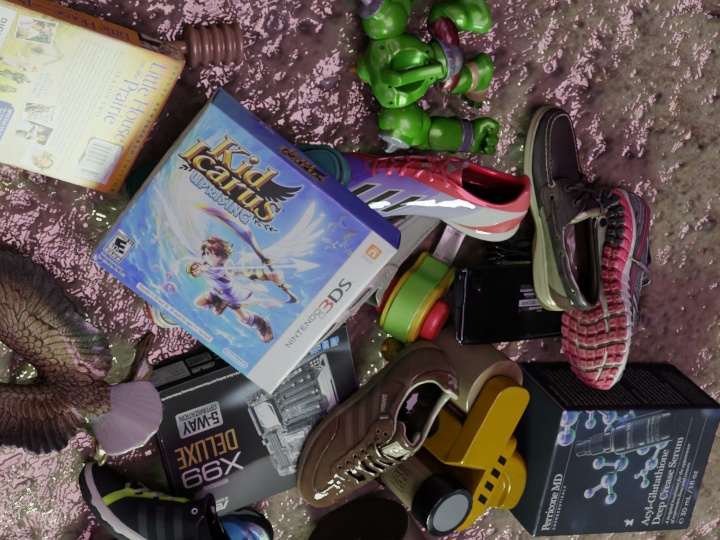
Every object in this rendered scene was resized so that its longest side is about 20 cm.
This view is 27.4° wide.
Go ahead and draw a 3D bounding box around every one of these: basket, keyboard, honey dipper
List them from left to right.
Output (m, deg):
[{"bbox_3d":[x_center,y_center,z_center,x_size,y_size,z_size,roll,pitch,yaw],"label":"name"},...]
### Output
[{"bbox_3d":[-0.198,-0.183,1.234,0.198,0.038,0.038,-8,115,-17],"label":"honey dipper"},{"bbox_3d":[0.027,0.347,1.513,0.179,0.136,0.201,-27,117,-11],"label":"basket"},{"bbox_3d":[0.156,0.016,1.459,0.199,0.039,0.105,-2,99,-44],"label":"keyboard"}]

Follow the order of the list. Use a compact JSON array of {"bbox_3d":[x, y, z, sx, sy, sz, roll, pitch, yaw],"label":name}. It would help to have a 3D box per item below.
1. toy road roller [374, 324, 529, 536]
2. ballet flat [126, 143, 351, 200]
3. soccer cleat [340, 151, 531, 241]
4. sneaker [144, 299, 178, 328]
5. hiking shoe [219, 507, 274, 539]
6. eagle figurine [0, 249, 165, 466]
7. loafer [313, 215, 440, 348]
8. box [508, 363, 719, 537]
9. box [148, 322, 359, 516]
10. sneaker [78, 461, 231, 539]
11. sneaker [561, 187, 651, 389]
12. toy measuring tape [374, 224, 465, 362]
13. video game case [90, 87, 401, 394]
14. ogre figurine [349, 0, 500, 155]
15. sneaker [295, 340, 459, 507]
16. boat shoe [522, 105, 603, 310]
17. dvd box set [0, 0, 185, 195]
[{"bbox_3d":[0.108,0.164,1.475,0.145,0.123,0.201,13,108,-43],"label":"toy road roller"},{"bbox_3d":[-0.103,-0.069,1.295,0.198,0.070,0.068,-6,78,10],"label":"ballet flat"},{"bbox_3d":[0.057,-0.080,1.327,0.198,0.069,0.073,13,148,-8],"label":"soccer cleat"},{"bbox_3d":[-0.104,-0.010,1.322,0.199,0.082,0.078,-31,121,-7],"label":"sneaker"},{"bbox_3d":[-0.172,0.293,1.424,0.199,0.087,0.075,-16,118,-16],"label":"hiking shoe"},{"bbox_3d":[-0.278,0.093,1.270,0.151,0.152,0.200,-40,129,21],"label":"eagle figurine"},{"bbox_3d":[0.000,0.000,1.370,0.200,0.070,0.070,-37,118,-15],"label":"loafer"},{"bbox_3d":[0.257,0.186,1.552,0.199,0.107,0.150,1,112,-23],"label":"box"},{"bbox_3d":[-0.099,0.140,1.409,0.199,0.050,0.159,-18,119,-16],"label":"box"},{"bbox_3d":[-0.168,0.230,1.363,0.200,0.072,0.083,39,98,9],"label":"sneaker"},{"bbox_3d":[0.257,0.020,1.473,0.074,0.080,0.202,4,95,-46],"label":"sneaker"},{"bbox_3d":[0.065,0.002,1.403,0.073,0.074,0.201,16,109,-28],"label":"toy measuring tape"},{"bbox_3d":[-0.097,-0.021,1.249,0.200,0.046,0.181,37,111,-10],"label":"video game case"},{"bbox_3d":[0.059,-0.191,1.306,0.119,0.098,0.201,-20,131,-27],"label":"ogre figurine"},{"bbox_3d":[0.014,0.155,1.389,0.070,0.076,0.200,33,101,-31],"label":"sneaker"},{"bbox_3d":[0.203,-0.059,1.420,0.073,0.065,0.202,-20,108,-42],"label":"boat shoe"},{"bbox_3d":[-0.262,-0.149,1.198,0.199,0.029,0.147,15,124,-29],"label":"dvd box set"}]
